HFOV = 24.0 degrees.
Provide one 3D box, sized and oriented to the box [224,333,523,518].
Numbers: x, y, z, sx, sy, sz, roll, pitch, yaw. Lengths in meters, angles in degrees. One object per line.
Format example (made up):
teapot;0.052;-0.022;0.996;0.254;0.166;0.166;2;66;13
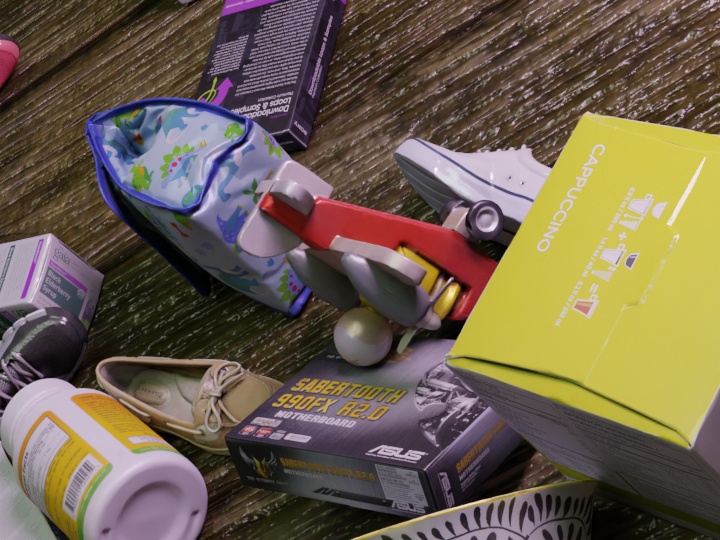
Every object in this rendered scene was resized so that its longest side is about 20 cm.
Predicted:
box;0.023;0.110;1.254;0.199;0.049;0.158;5;33;42

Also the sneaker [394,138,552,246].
sneaker;0.111;-0.067;1.359;0.071;0.073;0.200;-44;47;-17

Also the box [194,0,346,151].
box;-0.092;-0.197;1.639;0.142;0.036;0.201;-8;54;37

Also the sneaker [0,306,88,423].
sneaker;-0.331;0.124;1.552;0.200;0.075;0.116;-40;19;23

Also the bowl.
bowl;0.074;0.210;1.119;0.200;0.200;0.095;-22;76;26

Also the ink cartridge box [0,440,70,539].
ink cartridge box;-0.302;0.250;1.474;0.109;0.050;0.200;-47;41;3

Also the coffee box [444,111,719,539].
coffee box;0.215;0.043;1.085;0.199;0.198;0.200;17;72;45

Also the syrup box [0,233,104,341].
syrup box;-0.355;0.031;1.656;0.199;0.079;0.082;-9;54;35

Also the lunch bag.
lunch bag;-0.136;-0.063;1.476;0.200;0.170;0.128;24;73;46

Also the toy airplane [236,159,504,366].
toy airplane;0.000;0.000;1.274;0.198;0.200;0.142;11;90;28

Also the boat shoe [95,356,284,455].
boat shoe;-0.143;0.106;1.435;0.200;0.063;0.073;8;66;43

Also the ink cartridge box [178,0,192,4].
ink cartridge box;-0.129;-0.388;1.773;0.199;0.085;0.145;-21;49;28

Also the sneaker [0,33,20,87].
sneaker;-0.450;-0.180;1.912;0.200;0.074;0.087;-42;56;13

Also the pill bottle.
pill bottle;-0.224;0.167;1.423;0.111;0.111;0.200;-53;42;-6
